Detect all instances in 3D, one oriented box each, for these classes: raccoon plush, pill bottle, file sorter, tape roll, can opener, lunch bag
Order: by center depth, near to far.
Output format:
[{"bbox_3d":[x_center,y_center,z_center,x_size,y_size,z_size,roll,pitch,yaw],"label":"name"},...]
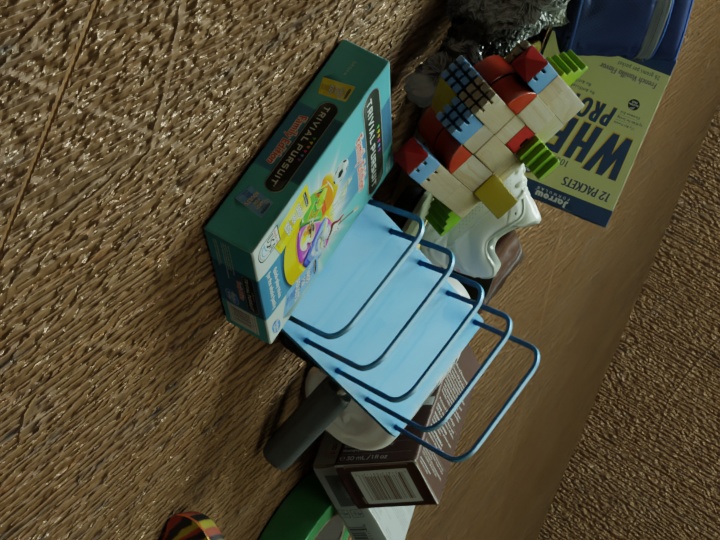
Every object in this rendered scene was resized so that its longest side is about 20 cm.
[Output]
[{"bbox_3d":[0.042,0.051,1.359,0.139,0.122,0.200,-52,124,-11],"label":"file sorter"},{"bbox_3d":[0.114,-0.227,1.448,0.199,0.097,0.134,-37,168,2],"label":"raccoon plush"},{"bbox_3d":[-0.017,0.126,1.492,0.200,0.067,0.053,-43,-178,28],"label":"can opener"},{"bbox_3d":[0.262,-0.304,1.551,0.201,0.131,0.136,-94,-169,-45],"label":"lunch bag"},{"bbox_3d":[0.037,0.084,1.610,0.200,0.110,0.111,-46,157,-45],"label":"pill bottle"},{"bbox_3d":[-0.073,0.326,1.760,0.201,0.048,0.201,-55,161,-28],"label":"tape roll"}]

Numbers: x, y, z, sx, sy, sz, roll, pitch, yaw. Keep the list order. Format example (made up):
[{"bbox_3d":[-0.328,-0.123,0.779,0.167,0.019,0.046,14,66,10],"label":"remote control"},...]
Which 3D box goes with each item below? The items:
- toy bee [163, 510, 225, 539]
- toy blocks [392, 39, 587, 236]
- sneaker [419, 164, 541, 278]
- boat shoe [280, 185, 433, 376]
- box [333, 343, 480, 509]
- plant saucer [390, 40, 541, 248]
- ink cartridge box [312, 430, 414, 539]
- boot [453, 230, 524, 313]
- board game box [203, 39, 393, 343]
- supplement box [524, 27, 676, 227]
[{"bbox_3d":[-0.156,0.324,1.401,0.131,0.108,0.201,-36,148,-61],"label":"toy bee"},{"bbox_3d":[0.106,-0.132,1.365,0.200,0.100,0.137,-42,151,9],"label":"toy blocks"},{"bbox_3d":[0.133,-0.084,1.484,0.201,0.099,0.078,-70,166,9],"label":"sneaker"},{"bbox_3d":[0.000,-0.001,1.445,0.202,0.063,0.074,-56,164,-12],"label":"boat shoe"},{"bbox_3d":[0.054,0.156,1.680,0.075,0.099,0.201,63,33,-33],"label":"box"},{"bbox_3d":[0.098,-0.134,1.569,0.200,0.048,0.201,-33,145,-60],"label":"plant saucer"},{"bbox_3d":[0.021,0.201,1.764,0.201,0.057,0.163,-72,144,-47],"label":"ink cartridge box"},{"bbox_3d":[0.158,-0.008,1.916,0.200,0.064,0.187,-41,166,-44],"label":"boot"},{"bbox_3d":[-0.043,-0.061,1.253,0.201,0.047,0.151,-56,162,-23],"label":"board game box"},{"bbox_3d":[0.248,-0.186,1.716,0.200,0.133,0.201,-63,173,-67],"label":"supplement box"}]
